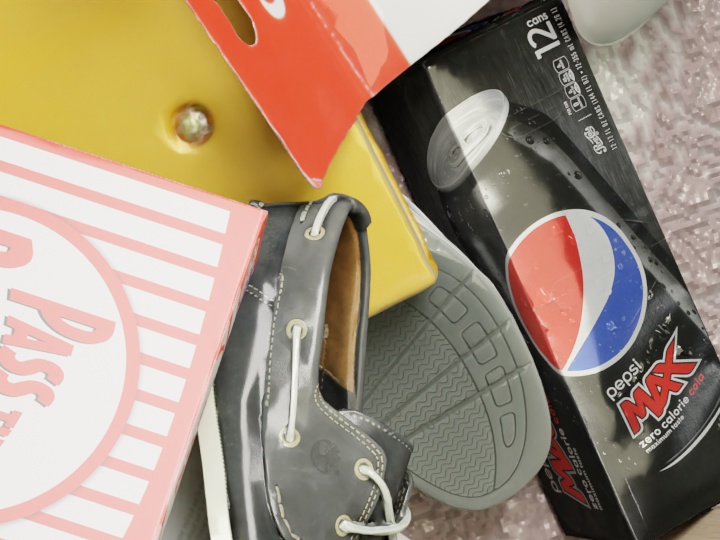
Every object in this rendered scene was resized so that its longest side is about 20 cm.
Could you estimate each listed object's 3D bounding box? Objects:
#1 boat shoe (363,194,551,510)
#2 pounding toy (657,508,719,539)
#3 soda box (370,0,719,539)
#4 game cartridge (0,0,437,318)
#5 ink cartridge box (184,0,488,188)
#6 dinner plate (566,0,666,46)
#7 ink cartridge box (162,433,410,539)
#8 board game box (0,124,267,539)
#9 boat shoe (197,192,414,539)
[{"bbox_3d":[-0.002,0.000,0.969,0.074,0.065,0.202,-40,103,7],"label":"boat shoe"},{"bbox_3d":[0.180,0.180,0.983,0.142,0.184,0.200,-44,97,-13],"label":"pounding toy"},{"bbox_3d":[0.077,0.002,0.993,0.063,0.071,0.200,-28,98,-19],"label":"soda box"},{"bbox_3d":[-0.099,-0.031,0.912,0.200,0.032,0.177,-26,99,7],"label":"game cartridge"},{"bbox_3d":[-0.012,-0.145,0.887,0.162,0.050,0.200,56,30,-18],"label":"ink cartridge box"},{"bbox_3d":[0.128,-0.174,0.961,0.024,0.200,0.200,23,79,19],"label":"dinner plate"},{"bbox_3d":[-0.079,0.118,0.867,0.200,0.047,0.160,35,54,-17],"label":"ink cartridge box"},{"bbox_3d":[-0.145,0.025,0.795,0.200,0.046,0.152,17,68,-1],"label":"board game box"},{"bbox_3d":[-0.015,0.072,0.844,0.067,0.072,0.200,-10,72,7],"label":"boat shoe"}]
